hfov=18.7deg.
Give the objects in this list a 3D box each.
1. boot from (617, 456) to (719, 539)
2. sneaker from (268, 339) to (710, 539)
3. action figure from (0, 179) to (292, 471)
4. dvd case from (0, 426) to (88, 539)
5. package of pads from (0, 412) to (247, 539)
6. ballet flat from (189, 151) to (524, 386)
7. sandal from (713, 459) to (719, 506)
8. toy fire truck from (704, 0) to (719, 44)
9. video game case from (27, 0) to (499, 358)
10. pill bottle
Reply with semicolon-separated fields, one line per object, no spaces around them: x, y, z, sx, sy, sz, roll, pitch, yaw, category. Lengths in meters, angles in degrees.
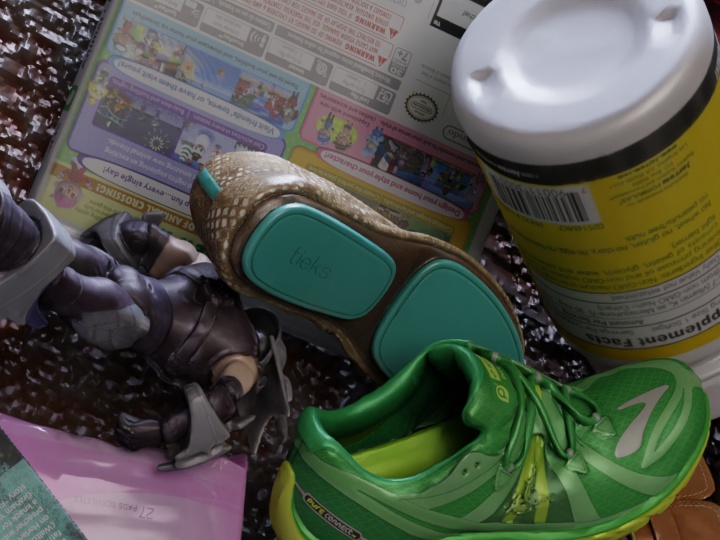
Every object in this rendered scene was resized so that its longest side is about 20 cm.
0.091;0.153;0.946;0.154;0.077;0.201;1;55;-17;boot
0.060;0.070;0.893;0.199;0.084;0.074;-13;41;-21;sneaker
-0.099;0.013;0.860;0.199;0.070;0.130;27;17;-42;action figure
-0.184;0.107;0.803;0.146;0.022;0.200;-38;74;-11;dvd case
-0.112;0.161;0.849;0.120;0.076;0.202;11;69;-20;package of pads
0.000;0.000;0.921;0.071;0.065;0.200;-49;138;4;ballet flat
0.204;0.061;1.044;0.080;0.054;0.201;20;52;-23;sandal
0.209;-0.131;1.097;0.200;0.112;0.169;-35;108;-31;toy fire truck
-0.025;-0.068;0.961;0.199;0.022;0.183;23;88;-19;video game case
0.121;-0.029;0.961;0.115;0.114;0.201;-59;141;-28;pill bottle
